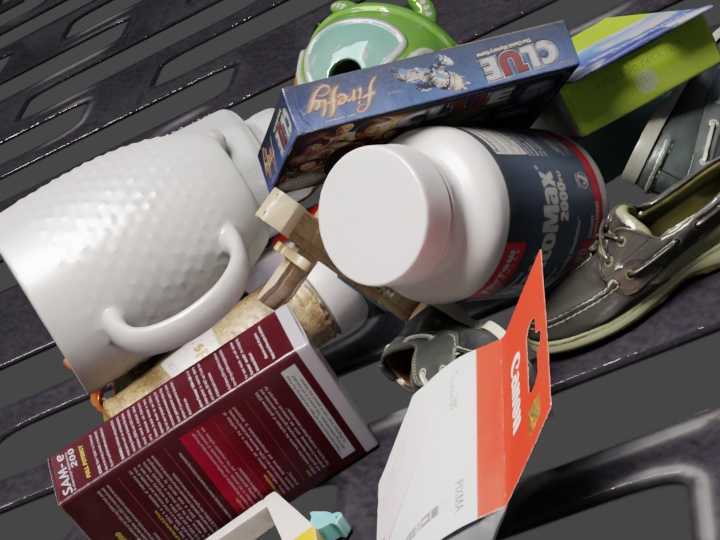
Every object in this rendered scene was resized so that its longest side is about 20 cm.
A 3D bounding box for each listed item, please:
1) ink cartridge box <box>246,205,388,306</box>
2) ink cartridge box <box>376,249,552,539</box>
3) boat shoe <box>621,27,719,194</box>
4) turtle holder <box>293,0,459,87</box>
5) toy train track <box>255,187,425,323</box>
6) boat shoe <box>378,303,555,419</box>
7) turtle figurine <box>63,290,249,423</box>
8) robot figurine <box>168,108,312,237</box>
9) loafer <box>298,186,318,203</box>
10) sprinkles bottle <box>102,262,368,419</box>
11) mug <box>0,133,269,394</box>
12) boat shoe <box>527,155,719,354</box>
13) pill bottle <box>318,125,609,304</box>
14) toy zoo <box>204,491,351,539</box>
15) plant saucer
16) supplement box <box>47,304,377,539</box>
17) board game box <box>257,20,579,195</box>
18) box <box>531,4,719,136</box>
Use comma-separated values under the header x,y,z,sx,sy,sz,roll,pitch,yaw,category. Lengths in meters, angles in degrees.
x,y,z,sx,sy,sz,roll,pitch,yaw,category
-0.035,-0.026,1.415,0.162,0.057,0.200,-20,33,26,ink cartridge box
0.054,0.104,0.970,0.057,0.200,0.163,11,31,-4,ink cartridge box
0.258,-0.115,1.261,0.062,0.073,0.200,29,46,13,boat shoe
0.028,-0.153,1.500,0.185,0.141,0.132,22,44,5,turtle holder
0.000,0.000,1.191,0.033,0.200,0.115,34,89,42,toy train track
0.069,0.071,1.117,0.068,0.072,0.200,-33,18,-11,boat shoe
-0.158,0.065,1.319,0.161,0.064,0.200,-52,42,-3,turtle figurine
-0.139,-0.057,1.391,0.200,0.170,0.113,-28,61,-12,robot figurine
-0.053,-0.124,1.581,0.076,0.068,0.200,-20,21,24,loafer
-0.090,0.064,1.238,0.200,0.068,0.068,-37,26,-10,sprinkles bottle
-0.151,-0.006,1.221,0.175,0.148,0.200,-32,35,-10,mug
0.189,-0.017,1.139,0.201,0.066,0.072,-30,27,7,boat shoe
0.069,-0.038,1.147,0.119,0.120,0.200,-10,-3,40,pill bottle
-0.092,0.219,1.104,0.200,0.020,0.131,-35,26,-2,toy zoo
0.164,-0.120,1.381,0.200,0.036,0.200,-26,26,14,plant saucer
-0.102,0.126,1.171,0.200,0.109,0.061,-33,33,-1,supplement box
0.036,-0.109,1.158,0.199,0.035,0.136,-15,-12,-13,board game box
0.178,-0.146,1.253,0.122,0.048,0.200,-30,11,-9,box
